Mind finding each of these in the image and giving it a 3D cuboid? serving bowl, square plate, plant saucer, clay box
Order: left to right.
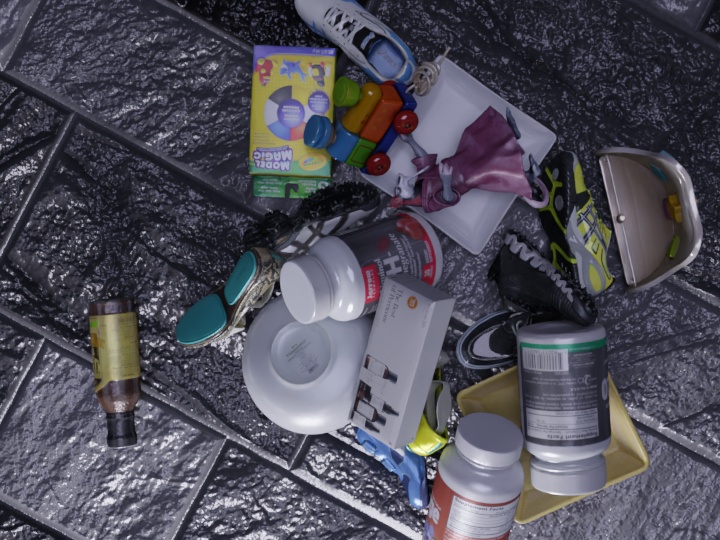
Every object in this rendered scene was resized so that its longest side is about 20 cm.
[{"bbox_3d":[-0.092,-0.201,1.272,0.114,0.048,0.202,2,90,0],"label":"clay box"},{"bbox_3d":[-0.070,0.113,1.236,0.198,0.066,0.202,-3,76,12],"label":"serving bowl"},{"bbox_3d":[0.134,-0.157,1.281,0.199,0.028,0.199,35,90,0],"label":"square plate"},{"bbox_3d":[0.258,0.210,1.261,0.199,0.048,0.201,-26,92,8],"label":"plant saucer"}]

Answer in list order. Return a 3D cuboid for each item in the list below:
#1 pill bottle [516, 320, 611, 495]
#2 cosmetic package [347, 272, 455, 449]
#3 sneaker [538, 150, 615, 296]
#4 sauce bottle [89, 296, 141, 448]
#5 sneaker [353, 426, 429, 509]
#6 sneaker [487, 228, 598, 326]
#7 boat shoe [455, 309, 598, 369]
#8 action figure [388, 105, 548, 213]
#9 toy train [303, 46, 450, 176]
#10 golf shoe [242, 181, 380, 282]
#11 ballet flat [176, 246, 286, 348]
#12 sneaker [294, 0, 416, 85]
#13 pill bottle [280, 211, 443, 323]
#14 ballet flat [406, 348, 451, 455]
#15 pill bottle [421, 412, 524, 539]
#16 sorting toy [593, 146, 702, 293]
[{"bbox_3d":[0.257,0.170,1.176,0.112,0.113,0.202,-4,96,0],"label":"pill bottle"},{"bbox_3d":[0.049,0.112,1.159,0.082,0.050,0.202,25,110,32],"label":"cosmetic package"},{"bbox_3d":[0.295,-0.062,1.268,0.076,0.075,0.202,-8,93,-20],"label":"sneaker"},{"bbox_3d":[-0.331,0.138,1.267,0.064,0.065,0.202,-4,89,0],"label":"sauce bottle"},{"bbox_3d":[0.039,0.230,1.263,0.082,0.074,0.201,-20,81,-1],"label":"sneaker"},{"bbox_3d":[0.232,0.029,1.221,0.066,0.200,0.091,26,106,-38],"label":"sneaker"},{"bbox_3d":[0.224,0.080,1.260,0.199,0.071,0.073,-22,90,0],"label":"boat shoe"},{"bbox_3d":[0.128,-0.127,1.236,0.199,0.135,0.149,-28,133,12],"label":"action figure"},{"bbox_3d":[0.017,-0.221,1.190,0.115,0.085,0.201,11,128,-35],"label":"toy train"},{"bbox_3d":[-0.057,-0.051,1.262,0.199,0.078,0.095,-21,123,11],"label":"golf shoe"},{"bbox_3d":[-0.166,0.044,1.253,0.200,0.075,0.068,-44,54,30],"label":"ballet flat"},{"bbox_3d":[-0.005,-0.322,1.260,0.199,0.072,0.072,38,92,1],"label":"sneaker"},{"bbox_3d":[0.000,0.000,1.200,0.199,0.110,0.112,-19,90,-32],"label":"pill bottle"},{"bbox_3d":[0.089,0.142,1.231,0.066,0.067,0.202,18,58,-36],"label":"ballet flat"},{"bbox_3d":[0.148,0.290,1.207,0.111,0.112,0.202,9,116,0],"label":"pill bottle"},{"bbox_3d":[0.391,-0.077,1.204,0.106,0.180,0.202,-13,91,1],"label":"sorting toy"}]
